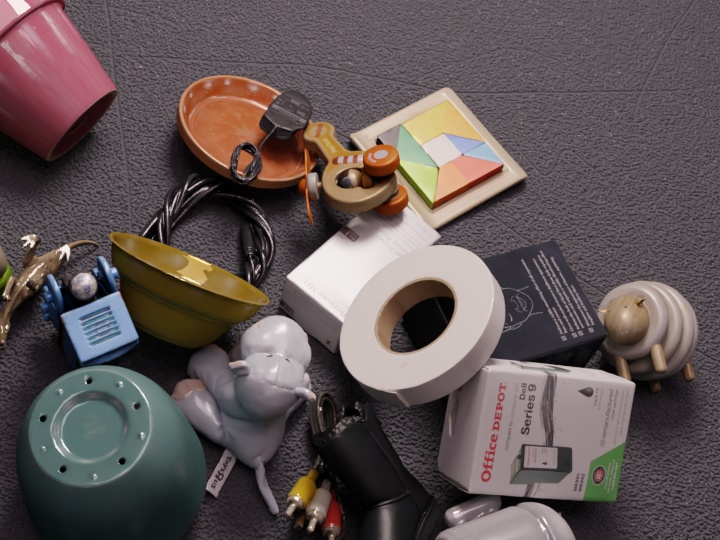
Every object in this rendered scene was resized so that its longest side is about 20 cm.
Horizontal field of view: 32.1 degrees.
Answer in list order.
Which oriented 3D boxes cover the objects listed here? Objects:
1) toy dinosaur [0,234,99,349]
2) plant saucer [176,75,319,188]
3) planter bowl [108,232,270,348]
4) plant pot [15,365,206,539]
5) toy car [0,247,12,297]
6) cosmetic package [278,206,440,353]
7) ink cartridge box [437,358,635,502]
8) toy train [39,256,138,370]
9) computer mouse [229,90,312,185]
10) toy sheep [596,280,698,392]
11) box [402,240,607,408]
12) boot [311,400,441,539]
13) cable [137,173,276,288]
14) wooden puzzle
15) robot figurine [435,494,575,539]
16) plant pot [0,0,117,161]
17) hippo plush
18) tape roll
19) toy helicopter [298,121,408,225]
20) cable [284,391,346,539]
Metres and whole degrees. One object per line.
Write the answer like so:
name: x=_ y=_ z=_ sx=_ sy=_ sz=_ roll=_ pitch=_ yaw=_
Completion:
toy dinosaur: x=-0.378 y=-0.001 z=1.472 sx=0.058 sy=0.101 sz=0.200 roll=35 pitch=52 yaw=-1
plant saucer: x=-0.150 y=-0.182 z=1.672 sx=0.199 sy=0.032 sz=0.201 roll=17 pitch=43 yaw=-17
planter bowl: x=-0.210 y=0.034 z=1.437 sx=0.199 sy=0.200 sz=0.084 roll=24 pitch=95 yaw=2
plant pot: x=-0.268 y=0.191 z=1.309 sx=0.199 sy=0.161 sz=0.202 roll=0 pitch=61 yaw=0
toy car: x=-0.517 y=-0.006 z=1.415 sx=0.200 sy=0.165 sz=0.158 roll=-39 pitch=72 yaw=-19
cosmetic package: x=0.000 y=0.000 z=1.586 sx=0.101 sy=0.074 sz=0.200 roll=38 pitch=55 yaw=13
ink cartridge box: x=0.202 y=0.184 z=1.446 sx=0.198 sy=0.084 sz=0.147 roll=7 pitch=95 yaw=-22
toy train: x=-0.303 y=0.060 z=1.399 sx=0.086 sy=0.200 sz=0.115 roll=-21 pitch=83 yaw=-19
computer mouse: x=-0.119 y=-0.169 z=1.637 sx=0.058 sy=0.034 sz=0.200 roll=30 pitch=47 yaw=4
toy sheep: x=0.367 y=0.080 z=1.594 sx=0.199 sy=0.138 sz=0.139 roll=21 pitch=38 yaw=-55
box: x=0.178 y=0.069 z=1.563 sx=0.198 sy=0.107 sz=0.149 roll=-13 pitch=62 yaw=-23
boot: x=0.000 y=0.250 z=1.358 sx=0.169 sy=0.076 sz=0.200 roll=53 pitch=33 yaw=-9
cable: x=-0.184 y=-0.039 z=1.578 sx=0.162 sy=0.051 sz=0.200 roll=30 pitch=54 yaw=6
wooden puzzle: x=0.111 y=-0.162 z=1.745 sx=0.199 sy=0.037 sz=0.185 roll=-27 pitch=67 yaw=-29
robot figurine: x=0.158 y=0.325 z=1.382 sx=0.198 sy=0.113 sz=0.170 roll=-15 pitch=59 yaw=-23
plant pot: x=-0.414 y=-0.246 z=1.583 sx=0.179 sy=0.200 sz=0.200 roll=43 pitch=56 yaw=-3
hippo plush: x=-0.131 y=0.132 z=1.407 sx=0.158 sy=0.161 sz=0.201 roll=17 pitch=54 yaw=-3
tape roll: x=0.070 y=0.062 z=1.442 sx=0.201 sy=0.037 sz=0.204 roll=-20 pitch=45 yaw=21
toy helicopter: x=-0.033 y=-0.132 z=1.614 sx=0.131 sy=0.079 sz=0.200 roll=-25 pitch=41 yaw=-11
cable: x=-0.034 y=0.228 z=1.429 sx=0.097 sy=0.050 sz=0.201 roll=43 pitch=40 yaw=-24
